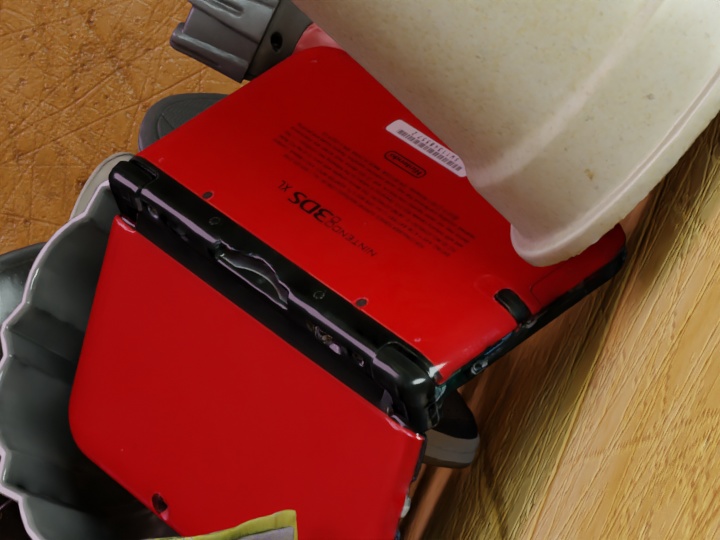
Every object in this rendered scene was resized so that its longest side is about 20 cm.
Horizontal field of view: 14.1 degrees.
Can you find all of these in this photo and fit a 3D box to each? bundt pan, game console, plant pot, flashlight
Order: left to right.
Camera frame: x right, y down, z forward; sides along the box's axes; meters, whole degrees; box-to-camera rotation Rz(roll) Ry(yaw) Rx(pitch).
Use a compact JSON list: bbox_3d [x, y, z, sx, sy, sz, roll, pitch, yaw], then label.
[{"bbox_3d":[-0.061,0.047,1.256,0.076,0.201,0.203,34,-104,-50],"label":"bundt pan"},{"bbox_3d":[-0.010,0.026,1.171,0.172,0.200,0.119,-34,-44,-24],"label":"game console"},{"bbox_3d":[0.012,-0.078,1.304,0.068,0.199,0.068,-82,16,-74],"label":"flashlight"},{"bbox_3d":[0.045,-0.134,1.042,0.201,0.183,0.201,-53,11,16],"label":"plant pot"}]

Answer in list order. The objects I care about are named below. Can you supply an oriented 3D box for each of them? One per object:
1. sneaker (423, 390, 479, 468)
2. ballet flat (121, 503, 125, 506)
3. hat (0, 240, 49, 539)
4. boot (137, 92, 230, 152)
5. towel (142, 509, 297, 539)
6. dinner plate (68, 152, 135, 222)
[{"bbox_3d":[0.000,0.000,1.327,0.200,0.070,0.109,40,109,41],"label":"sneaker"},{"bbox_3d":[-0.066,0.116,1.318,0.199,0.069,0.068,-34,-4,-16],"label":"ballet flat"},{"bbox_3d":[-0.129,0.083,1.416,0.081,0.200,0.202,156,138,-82],"label":"hat"},{"bbox_3d":[-0.033,-0.015,1.605,0.154,0.202,0.074,113,176,-63],"label":"boot"},{"bbox_3d":[-0.069,0.191,1.061,0.143,0.023,0.201,1,-89,-54],"label":"towel"},{"bbox_3d":[-0.124,0.038,1.545,0.200,0.024,0.202,3,-90,-75],"label":"dinner plate"}]
